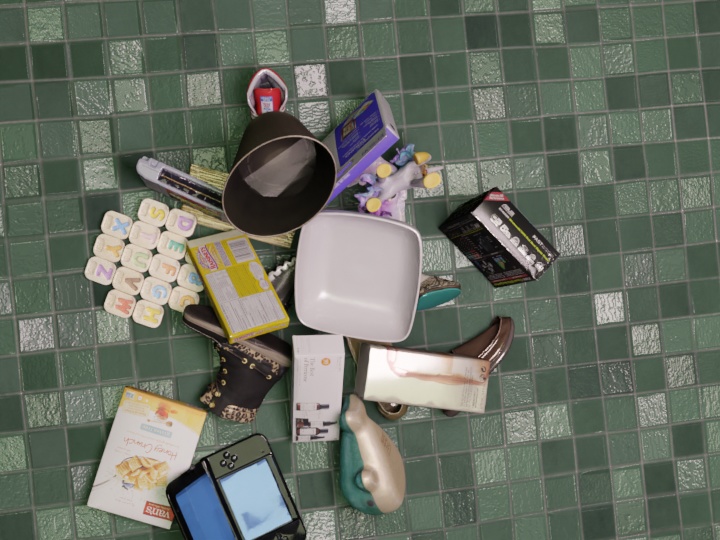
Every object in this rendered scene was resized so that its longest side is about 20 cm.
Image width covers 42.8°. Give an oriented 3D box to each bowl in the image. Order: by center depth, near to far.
[{"bbox_3d":[0.000,0.000,1.447,0.197,0.075,0.202,9,111,7],"label":"bowl"}]

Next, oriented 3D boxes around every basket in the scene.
[{"bbox_3d":[-0.125,-0.162,1.399,0.179,0.201,0.136,-33,115,10],"label":"basket"}]

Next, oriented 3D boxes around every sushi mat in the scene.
[{"bbox_3d":[-0.201,-0.108,1.550,0.198,0.012,0.097,15,88,-7],"label":"sushi mat"}]

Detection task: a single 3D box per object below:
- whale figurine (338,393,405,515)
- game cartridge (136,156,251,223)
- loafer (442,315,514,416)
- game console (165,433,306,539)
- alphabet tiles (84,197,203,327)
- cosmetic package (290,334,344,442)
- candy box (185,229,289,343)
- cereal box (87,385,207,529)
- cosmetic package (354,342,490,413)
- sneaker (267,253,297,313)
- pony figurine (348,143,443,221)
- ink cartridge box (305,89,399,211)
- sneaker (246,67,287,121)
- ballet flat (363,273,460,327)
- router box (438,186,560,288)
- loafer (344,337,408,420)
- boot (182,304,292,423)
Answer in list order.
[{"bbox_3d":[0.000,0.307,1.505,0.103,0.159,0.202,-19,110,16],"label":"whale figurine"},{"bbox_3d":[-0.259,-0.120,1.469,0.198,0.133,0.041,24,88,-5],"label":"game cartridge"},{"bbox_3d":[0.189,0.153,1.566,0.071,0.073,0.201,37,85,-6],"label":"loafer"},{"bbox_3d":[-0.197,0.395,1.491,0.174,0.116,0.202,-23,93,-7],"label":"game console"},{"bbox_3d":[-0.348,-0.012,1.523,0.194,0.015,0.202,21,90,-7],"label":"alphabet tiles"},{"bbox_3d":[-0.071,0.194,1.487,0.081,0.051,0.202,-3,129,-8],"label":"cosmetic package"},{"bbox_3d":[-0.198,0.020,1.469,0.101,0.027,0.201,-16,57,-22],"label":"candy box"},{"bbox_3d":[-0.349,0.307,1.510,0.142,0.040,0.202,17,87,-7],"label":"cereal box"},{"bbox_3d":[0.097,0.171,1.473,0.197,0.103,0.089,7,89,-11],"label":"cosmetic package"},{"bbox_3d":[-0.142,0.048,1.532,0.199,0.066,0.091,-39,97,-3],"label":"sneaker"},{"bbox_3d":[0.047,-0.136,1.510,0.191,0.200,0.168,-22,93,7],"label":"pony figurine"},{"bbox_3d":[-0.025,-0.174,1.451,0.198,0.201,0.043,-41,114,19],"label":"ink cartridge box"},{"bbox_3d":[-0.147,-0.231,1.505,0.070,0.112,0.203,-10,87,-8],"label":"sneaker"},{"bbox_3d":[0.078,0.045,1.549,0.199,0.068,0.076,-26,68,-26],"label":"ballet flat"},{"bbox_3d":[0.224,-0.049,1.509,0.062,0.200,0.150,-44,95,-11],"label":"router box"},{"bbox_3d":[0.033,0.158,1.549,0.075,0.067,0.202,-27,93,-7],"label":"loafer"},{"bbox_3d":[-0.219,0.153,1.488,0.198,0.073,0.152,25,108,-19],"label":"boot"}]
